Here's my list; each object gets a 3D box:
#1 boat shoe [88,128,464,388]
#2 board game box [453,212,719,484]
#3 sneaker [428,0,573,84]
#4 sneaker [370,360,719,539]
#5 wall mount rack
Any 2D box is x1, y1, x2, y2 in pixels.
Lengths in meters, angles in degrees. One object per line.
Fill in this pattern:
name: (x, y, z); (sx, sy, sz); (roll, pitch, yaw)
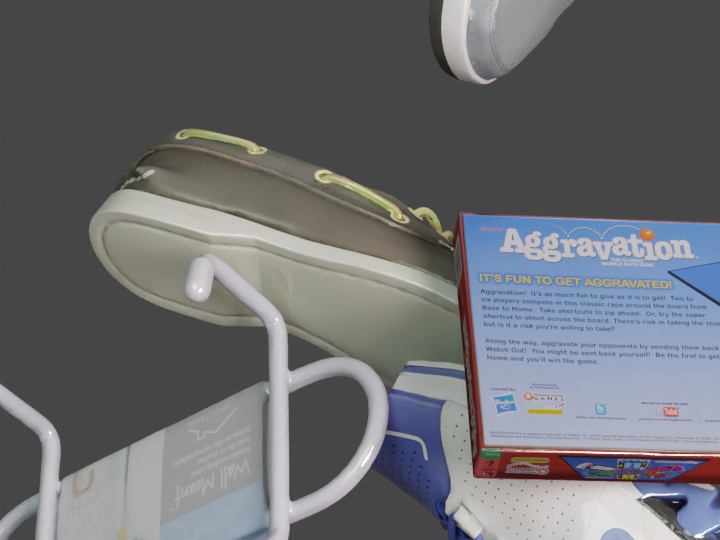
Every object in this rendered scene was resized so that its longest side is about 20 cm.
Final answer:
boat shoe: (0.000, -0.002, 0.897); (0.201, 0.072, 0.060); (19, 53, 14)
board game box: (0.134, 0.027, 0.822); (0.199, 0.019, 0.103); (2, 51, -6)
sneaker: (0.120, -0.145, 0.917); (0.121, 0.084, 0.200); (23, 76, 32)
sneaker: (0.076, 0.117, 0.824); (0.199, 0.081, 0.115); (25, 76, 21)
wall mount rack: (-0.088, 0.091, 0.843); (0.200, 0.075, 0.174); (-27, 42, 26)
